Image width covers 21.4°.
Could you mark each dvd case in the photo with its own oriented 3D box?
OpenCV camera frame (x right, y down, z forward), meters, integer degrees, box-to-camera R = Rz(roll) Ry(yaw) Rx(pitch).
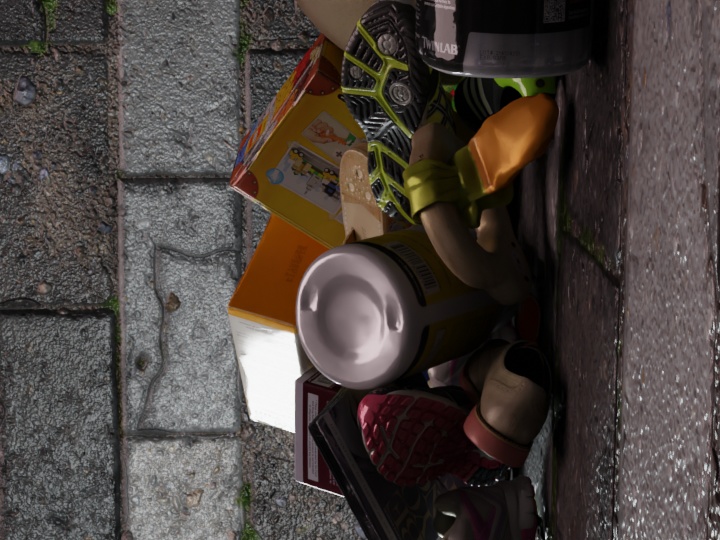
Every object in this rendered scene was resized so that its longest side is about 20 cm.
[{"bbox_3d":[0.030,0.150,1.561,0.150,0.016,0.200,62,-153,-9],"label":"dvd case"}]

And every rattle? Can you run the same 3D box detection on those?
[{"bbox_3d":[0.132,-0.042,1.470,0.200,0.142,0.131,48,-167,-27],"label":"rattle"}]

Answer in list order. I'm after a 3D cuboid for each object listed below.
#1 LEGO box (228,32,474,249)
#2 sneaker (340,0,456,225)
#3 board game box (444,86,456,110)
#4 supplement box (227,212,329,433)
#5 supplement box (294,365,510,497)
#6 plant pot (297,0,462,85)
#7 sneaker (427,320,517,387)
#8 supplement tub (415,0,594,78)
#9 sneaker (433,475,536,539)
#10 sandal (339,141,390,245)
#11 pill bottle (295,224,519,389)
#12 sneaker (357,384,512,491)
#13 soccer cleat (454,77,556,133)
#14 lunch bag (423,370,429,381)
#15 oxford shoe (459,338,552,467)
[{"bbox_3d":[0.009,-0.092,1.684,0.149,0.199,0.077,-49,17,32],"label":"LEGO box"},{"bbox_3d":[0.036,-0.136,1.517,0.077,0.075,0.201,-54,-31,-42],"label":"sneaker"},{"bbox_3d":[0.046,-0.106,1.788,0.199,0.047,0.102,-36,39,30],"label":"board game box"},{"bbox_3d":[-0.062,0.050,1.804,0.201,0.073,0.127,84,-155,-54],"label":"supplement box"},{"bbox_3d":[0.037,0.159,1.728,0.061,0.198,0.110,-33,-49,-51],"label":"supplement box"},{"bbox_3d":[0.062,-0.231,1.573,0.135,0.199,0.201,55,159,28],"label":"plant pot"},{"bbox_3d":[0.091,0.030,1.701,0.082,0.087,0.202,94,174,-56],"label":"sneaker"},{"bbox_3d":[0.097,-0.235,1.263,0.123,0.121,0.202,-101,12,-73],"label":"supplement tub"},{"bbox_3d":[0.097,0.249,1.482,0.201,0.087,0.082,-95,5,-49],"label":"sneaker"},{"bbox_3d":[-0.004,-0.002,1.639,0.077,0.069,0.214,21,129,42],"label":"sandal"},{"bbox_3d":[0.045,0.023,1.548,0.199,0.113,0.116,-14,-72,-56],"label":"pill bottle"},{"bbox_3d":[0.055,0.127,1.539,0.075,0.081,0.199,46,-166,32],"label":"sneaker"},{"bbox_3d":[0.116,-0.132,1.500,0.200,0.067,0.082,102,154,-74],"label":"soccer cleat"},{"bbox_3d":[0.059,0.055,1.839,0.201,0.134,0.133,-89,1,-49],"label":"lunch bag"},{"bbox_3d":[0.125,0.087,1.502,0.075,0.070,0.200,-59,9,15],"label":"oxford shoe"}]
